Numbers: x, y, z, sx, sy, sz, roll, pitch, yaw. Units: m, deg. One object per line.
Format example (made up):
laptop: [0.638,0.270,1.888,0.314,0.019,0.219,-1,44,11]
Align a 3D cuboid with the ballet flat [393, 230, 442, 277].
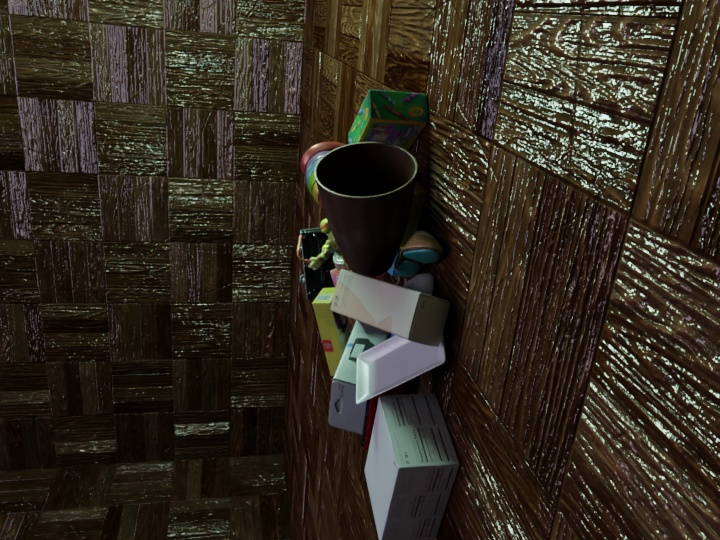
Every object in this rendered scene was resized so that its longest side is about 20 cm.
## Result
ballet flat: [0.101,-0.040,1.132,0.200,0.067,0.065,138,145,-72]

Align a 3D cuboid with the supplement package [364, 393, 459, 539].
supplement package: [0.083,0.346,1.092,0.158,0.107,0.205,-108,22,-53]

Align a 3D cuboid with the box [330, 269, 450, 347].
box: [0.049,0.062,1.074,0.197,0.093,0.080,16,89,47]

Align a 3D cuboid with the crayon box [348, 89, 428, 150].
crayon box: [0.050,-0.283,1.241,0.200,0.115,0.060,135,134,-71]

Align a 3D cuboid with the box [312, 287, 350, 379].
box: [-0.057,0.147,1.427,0.076,0.049,0.206,-56,-41,-57]

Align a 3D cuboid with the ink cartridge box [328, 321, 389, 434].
ink cartridge box: [0.001,0.223,1.340,0.202,0.080,0.149,-66,-14,-50]

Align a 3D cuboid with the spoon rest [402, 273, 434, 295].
spoon rest: [0.092,0.051,1.182,0.102,0.059,0.199,-67,18,-6]

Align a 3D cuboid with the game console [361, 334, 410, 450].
game console: [0.040,0.230,1.277,0.117,0.170,0.206,28,124,38]

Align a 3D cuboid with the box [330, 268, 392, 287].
box: [0.003,0.033,1.421,0.200,0.100,0.097,-159,46,-77]

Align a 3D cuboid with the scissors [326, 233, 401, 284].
scissors: [0.000,0.000,1.309,0.075,0.196,0.014,-61,9,1]

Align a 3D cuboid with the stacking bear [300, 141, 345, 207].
stacking bear: [-0.058,-0.183,1.392,0.122,0.111,0.203,-52,44,30]

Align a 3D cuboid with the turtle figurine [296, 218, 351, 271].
turtle figurine: [-0.026,-0.056,1.258,0.064,0.162,0.201,-26,21,54]

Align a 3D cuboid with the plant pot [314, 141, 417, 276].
plant pot: [0.015,-0.099,1.141,0.189,0.181,0.205,-106,9,-51]

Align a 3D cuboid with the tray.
tray: [0.071,0.160,1.097,0.197,0.022,0.109,-31,38,28]

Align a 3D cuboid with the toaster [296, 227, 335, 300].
toaster: [-0.068,-0.030,1.648,0.119,0.193,0.187,-150,53,-78]

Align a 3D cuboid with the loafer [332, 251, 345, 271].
loafer: [0.001,-0.056,1.443,0.202,0.070,0.064,-56,-35,-41]

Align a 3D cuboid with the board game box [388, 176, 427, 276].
board game box: [0.055,-0.116,1.258,0.153,0.039,0.204,48,142,35]
